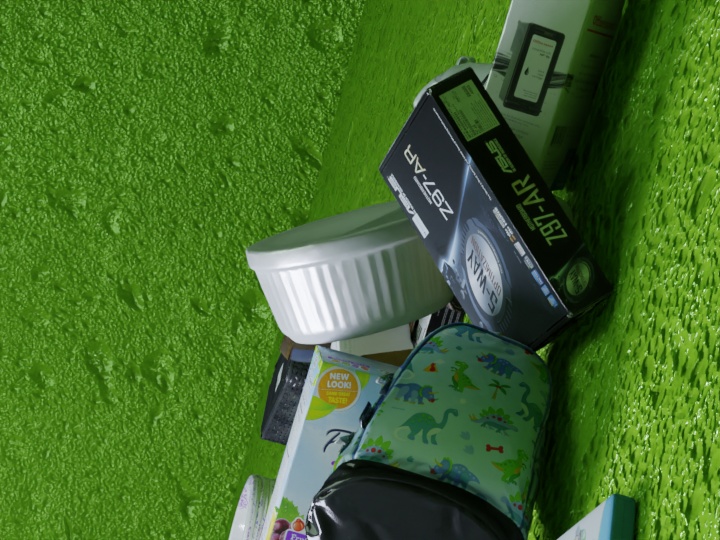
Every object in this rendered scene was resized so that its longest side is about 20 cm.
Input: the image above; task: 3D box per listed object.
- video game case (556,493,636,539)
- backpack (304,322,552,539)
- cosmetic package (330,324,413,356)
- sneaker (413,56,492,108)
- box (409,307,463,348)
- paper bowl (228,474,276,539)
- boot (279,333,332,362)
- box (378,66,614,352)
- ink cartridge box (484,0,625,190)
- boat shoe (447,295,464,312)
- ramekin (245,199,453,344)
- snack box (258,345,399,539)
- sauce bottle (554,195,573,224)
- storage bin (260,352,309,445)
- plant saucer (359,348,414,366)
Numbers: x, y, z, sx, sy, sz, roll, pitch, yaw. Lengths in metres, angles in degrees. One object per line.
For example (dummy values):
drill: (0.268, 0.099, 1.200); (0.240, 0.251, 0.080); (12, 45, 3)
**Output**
video game case: (0.126, 0.244, 0.928); (0.200, 0.018, 0.144); (119, 165, -59)
backpack: (0.069, 0.135, 1.068); (0.200, 0.162, 0.155); (-42, -31, -63)
cosmetic package: (0.004, 0.148, 1.582); (0.201, 0.084, 0.108); (99, 171, -46)
sneaker: (0.102, -0.122, 1.445); (0.115, 0.075, 0.202); (29, 99, 51)
box: (0.098, -0.008, 1.536); (0.110, 0.034, 0.202); (-119, 45, -79)
paper bowl: (-0.139, 0.413, 2.129); (0.201, 0.103, 0.203); (-164, 90, -82)
boot: (-0.004, 0.045, 1.620); (0.075, 0.198, 0.097); (59, 142, 34)
box: (0.099, -0.035, 1.110); (0.201, 0.043, 0.160); (59, 159, 8)
ink cartridge box: (0.156, -0.170, 1.178); (0.116, 0.067, 0.202); (-13, -58, -68)
boat shoe: (0.115, -0.042, 1.374); (0.060, 0.071, 0.202); (49, 133, 49)
ramekin: (0.000, 0.000, 1.328); (0.202, 0.200, 0.095); (-137, 32, -81)
snack box: (0.013, 0.187, 1.280); (0.068, 0.167, 0.202); (-129, 54, -78)
sauce bottle: (0.133, -0.032, 1.233); (0.200, 0.064, 0.065); (150, 135, -81)
storage bin: (-0.086, 0.178, 2.249); (0.201, 0.093, 0.136); (117, 166, -50)
plant saucer: (0.028, 0.180, 1.391); (0.200, 0.048, 0.202); (0, -73, -66)
